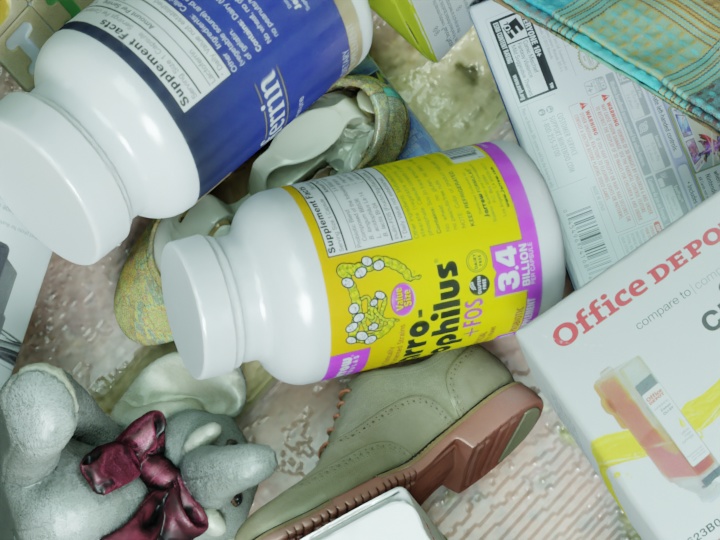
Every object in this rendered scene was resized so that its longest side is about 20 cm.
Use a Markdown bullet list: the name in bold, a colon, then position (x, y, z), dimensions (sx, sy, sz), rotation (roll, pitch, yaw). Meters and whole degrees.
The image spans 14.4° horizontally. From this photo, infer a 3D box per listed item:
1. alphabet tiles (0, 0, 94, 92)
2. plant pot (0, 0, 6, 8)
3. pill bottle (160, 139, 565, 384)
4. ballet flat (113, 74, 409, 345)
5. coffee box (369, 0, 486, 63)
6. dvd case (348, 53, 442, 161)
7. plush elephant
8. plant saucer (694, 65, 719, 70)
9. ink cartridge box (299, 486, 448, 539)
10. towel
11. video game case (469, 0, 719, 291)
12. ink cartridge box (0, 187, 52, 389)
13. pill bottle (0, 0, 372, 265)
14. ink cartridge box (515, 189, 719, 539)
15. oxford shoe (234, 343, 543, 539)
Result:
- **alphabet tiles**: position (-0.127, -0.156, 1.537), dimensions (0.167, 0.006, 0.200), rotation (-50, 119, -18)
- **plant pot**: position (-0.263, -0.261, 1.541), dimensions (0.195, 0.200, 0.197), rotation (17, 79, 44)
- **pill bottle**: position (0.000, 0.000, 1.500), dimensions (0.199, 0.104, 0.105), rotation (-13, 75, -17)
- **ballet flat**: position (-0.059, -0.038, 1.549), dimensions (0.200, 0.071, 0.071), rotation (-38, 75, -1)
- **coffee box**: position (0.023, -0.269, 1.535), dimensions (0.200, 0.200, 0.198), rotation (43, 87, 15)
- **dvd case**: position (-0.057, -0.085, 1.602), dimensions (0.142, 0.018, 0.200), rotation (-37, 76, 0)
- **plush elephant**: position (-0.112, 0.119, 1.505), dimensions (0.154, 0.200, 0.166), rotation (-17, 89, -18)
- **plant saucer**: position (0.203, -0.169, 1.505), dimensions (0.199, 0.038, 0.201), rotation (-10, 50, 12)
- **ink cartridge box**: position (0.030, 0.203, 1.433), dimensions (0.084, 0.200, 0.145), rotation (-27, 75, 1)
- **towel**: position (0.167, -0.158, 1.470), dimensions (0.147, 0.022, 0.200), rotation (-42, 52, -15)
- **video game case**: position (0.177, -0.082, 1.552), dimensions (0.180, 0.045, 0.201), rotation (-21, 76, 4)
- **ink cartridge box**: position (-0.250, 0.014, 1.544), dimensions (0.145, 0.083, 0.201), rotation (8, 77, 49)
- **pill bottle**: position (-0.098, -0.100, 1.489), dimensions (0.116, 0.116, 0.200), rotation (43, 67, 14)
- **ink cartridge box**: position (0.191, 0.078, 1.434), dimensions (0.145, 0.083, 0.200), rotation (-34, 66, -2)
- **oxford shoe**: position (0.002, 0.100, 1.504), dimensions (0.199, 0.071, 0.074), rotation (-28, 65, -33)
